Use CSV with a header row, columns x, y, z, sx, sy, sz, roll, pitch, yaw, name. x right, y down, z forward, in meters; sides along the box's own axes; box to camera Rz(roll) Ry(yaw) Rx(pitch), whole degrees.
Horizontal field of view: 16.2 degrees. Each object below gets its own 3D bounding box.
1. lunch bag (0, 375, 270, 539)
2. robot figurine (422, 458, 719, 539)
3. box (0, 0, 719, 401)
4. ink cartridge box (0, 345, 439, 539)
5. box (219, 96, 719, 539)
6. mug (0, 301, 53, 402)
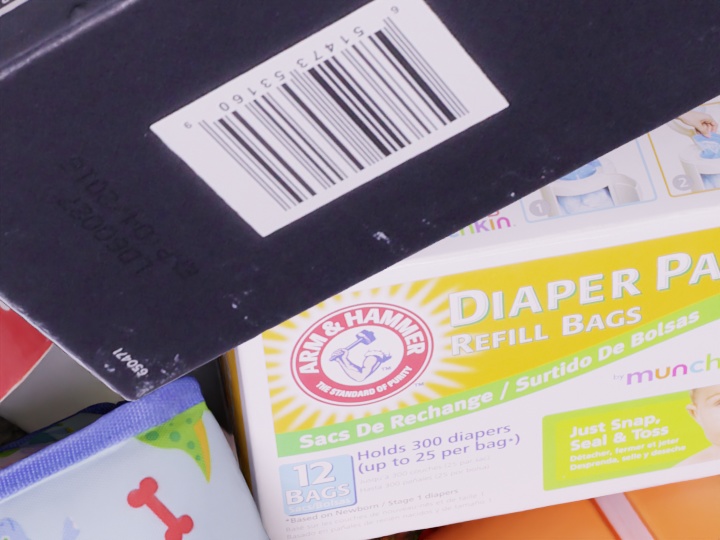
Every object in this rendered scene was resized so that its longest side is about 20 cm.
x,y,z,sx,sy,sz,roll,pitch,yaw,name
-0.103,0.144,0.654,0.199,0.127,0.171,-25,91,-21,lunch bag
0.067,0.119,0.767,0.200,0.144,0.117,-36,60,3,robot figurine
-0.018,-0.110,0.622,0.199,0.199,0.123,-27,139,17,box
0.000,0.000,0.804,0.173,0.044,0.200,34,92,-11,ink cartridge box
0.056,-0.007,0.714,0.199,0.102,0.113,-11,136,-4,box
-0.175,-0.032,0.641,0.133,0.178,0.200,-32,108,7,mug
